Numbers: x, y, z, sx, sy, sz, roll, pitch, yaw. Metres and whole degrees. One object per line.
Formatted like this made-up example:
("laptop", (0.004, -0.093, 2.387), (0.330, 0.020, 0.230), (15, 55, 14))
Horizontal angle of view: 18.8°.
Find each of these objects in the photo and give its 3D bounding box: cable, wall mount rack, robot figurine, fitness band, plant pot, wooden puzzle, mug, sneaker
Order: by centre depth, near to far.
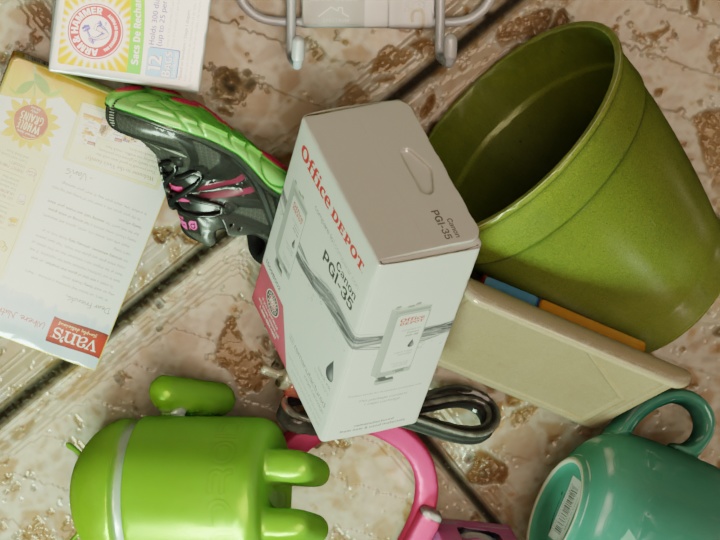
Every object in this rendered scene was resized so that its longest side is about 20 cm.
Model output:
("sneaker", (-0.110, -0.064, 1.570), (0.200, 0.077, 0.084), (36, 92, -35))
("wall mount rack", (0.009, -0.235, 1.577), (0.199, 0.075, 0.175), (-1, 102, -8))
("plant pot", (0.167, -0.042, 1.593), (0.200, 0.200, 0.193), (-45, 116, 4))
("wooden puzzle", (0.126, 0.057, 1.599), (0.184, 0.200, 0.037), (23, 73, -11))
("robot figurine", (-0.125, 0.166, 1.611), (0.199, 0.116, 0.176), (-1, 82, 13))
("cable", (0.014, 0.094, 1.643), (0.199, 0.097, 0.050), (18, 134, -7))
("mug", (0.197, 0.189, 1.661), (0.114, 0.186, 0.152), (21, 136, -15))
("fitness band", (-0.023, 0.201, 1.687), (0.143, 0.037, 0.201), (29, 96, -12))

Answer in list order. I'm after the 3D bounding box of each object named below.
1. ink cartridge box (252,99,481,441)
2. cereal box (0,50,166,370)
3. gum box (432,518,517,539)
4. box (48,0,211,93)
("ink cartridge box", (0.000, 0.000, 1.540), (0.082, 0.147, 0.200), (-10, 143, -24))
("cereal box", (-0.226, -0.043, 1.606), (0.143, 0.040, 0.201), (22, 99, -13))
("gum box", (0.082, 0.295, 1.680), (0.066, 0.114, 0.201), (6, 101, -8))
("box", (-0.156, -0.235, 1.542), (0.112, 0.101, 0.201), (6, 101, -9))
